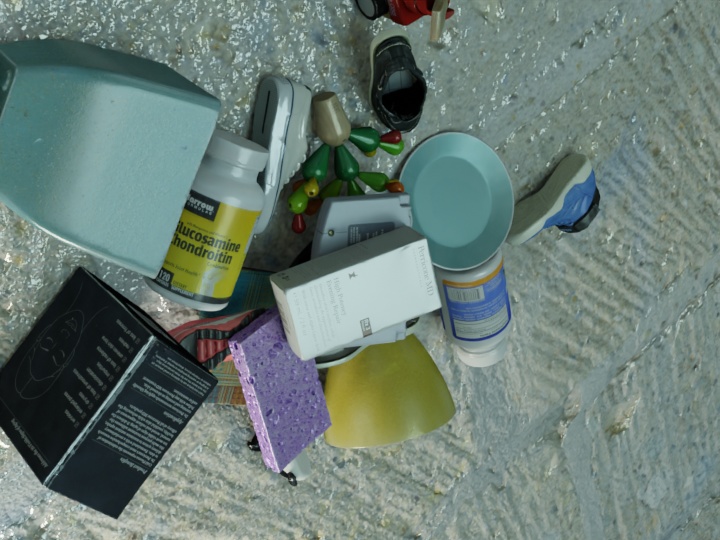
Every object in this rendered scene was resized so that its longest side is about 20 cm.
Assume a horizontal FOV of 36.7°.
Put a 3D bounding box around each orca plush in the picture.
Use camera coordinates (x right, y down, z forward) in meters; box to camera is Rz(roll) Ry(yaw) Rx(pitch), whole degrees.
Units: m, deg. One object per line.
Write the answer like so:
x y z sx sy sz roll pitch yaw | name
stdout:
-0.131 0.259 1.560 0.070 0.107 0.200 -10 163 10 | orca plush

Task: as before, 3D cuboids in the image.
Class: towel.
-0.154 0.090 1.462 0.145 0.022 0.202 8 110 -27 | towel

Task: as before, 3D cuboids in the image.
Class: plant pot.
-0.295 -0.136 1.121 0.198 0.196 0.198 17 102 -34 | plant pot
0.029 0.156 1.585 0.198 0.199 0.144 -18 99 -34 | plant pot

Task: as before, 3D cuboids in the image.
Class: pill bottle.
-0.181 -0.062 1.308 0.111 0.112 0.202 10 106 -44 | pill bottle
0.177 0.050 1.689 0.112 0.112 0.202 -34 132 -22 | pill bottle

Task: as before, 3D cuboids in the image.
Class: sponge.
-0.101 0.150 1.414 0.111 0.030 0.202 -36 123 -38 | sponge

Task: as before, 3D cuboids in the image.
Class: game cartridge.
0.000 0.000 1.422 0.131 0.042 0.203 -3 108 -15 | game cartridge

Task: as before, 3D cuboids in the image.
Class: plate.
0.136 -0.101 1.588 0.198 0.026 0.203 1 88 -25 | plate

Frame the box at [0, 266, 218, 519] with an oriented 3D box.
-0.303 0.137 1.248 0.197 0.199 0.124 -52 135 -5 | box

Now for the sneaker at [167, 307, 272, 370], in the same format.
-0.182 0.082 1.396 0.199 0.086 0.075 -8 104 -46 | sneaker

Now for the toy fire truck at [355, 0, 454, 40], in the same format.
0.063 -0.365 1.291 0.128 0.199 0.177 -34 132 -22 | toy fire truck

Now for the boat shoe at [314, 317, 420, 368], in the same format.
-0.008 0.074 1.499 0.199 0.072 0.061 -21 129 -23 | boat shoe

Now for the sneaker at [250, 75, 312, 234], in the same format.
-0.102 -0.140 1.363 0.070 0.073 0.202 2 111 -38 | sneaker

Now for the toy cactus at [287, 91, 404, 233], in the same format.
-0.024 -0.149 1.426 0.198 0.102 0.167 -28 120 -17 | toy cactus

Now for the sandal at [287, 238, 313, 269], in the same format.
-0.053 -0.002 1.501 0.075 0.048 0.202 34 89 -46 | sandal

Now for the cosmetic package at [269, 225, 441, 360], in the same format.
-0.005 0.027 1.366 0.198 0.074 0.103 -21 112 -15 | cosmetic package

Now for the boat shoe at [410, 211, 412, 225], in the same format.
0.017 -0.017 1.515 0.069 0.071 0.201 -21 149 -29 | boat shoe

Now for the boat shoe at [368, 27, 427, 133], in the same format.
0.054 -0.227 1.414 0.074 0.067 0.200 -16 152 -7 | boat shoe

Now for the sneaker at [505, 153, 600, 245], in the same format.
0.318 -0.085 1.762 0.200 0.076 0.112 -47 126 -20 | sneaker
